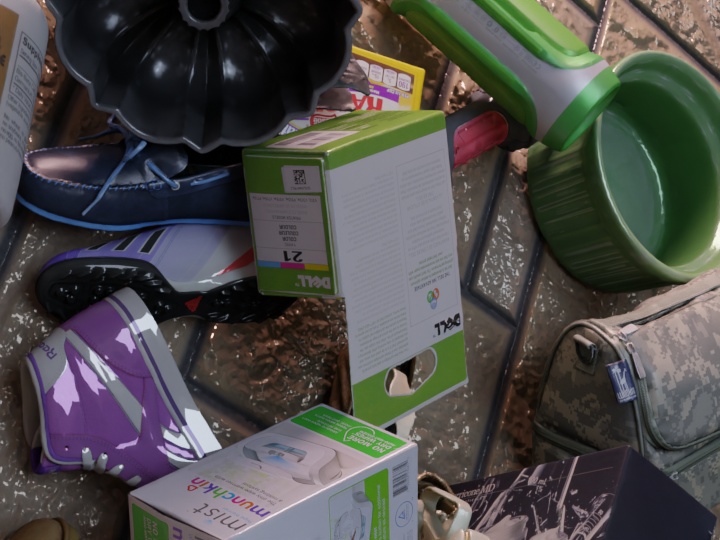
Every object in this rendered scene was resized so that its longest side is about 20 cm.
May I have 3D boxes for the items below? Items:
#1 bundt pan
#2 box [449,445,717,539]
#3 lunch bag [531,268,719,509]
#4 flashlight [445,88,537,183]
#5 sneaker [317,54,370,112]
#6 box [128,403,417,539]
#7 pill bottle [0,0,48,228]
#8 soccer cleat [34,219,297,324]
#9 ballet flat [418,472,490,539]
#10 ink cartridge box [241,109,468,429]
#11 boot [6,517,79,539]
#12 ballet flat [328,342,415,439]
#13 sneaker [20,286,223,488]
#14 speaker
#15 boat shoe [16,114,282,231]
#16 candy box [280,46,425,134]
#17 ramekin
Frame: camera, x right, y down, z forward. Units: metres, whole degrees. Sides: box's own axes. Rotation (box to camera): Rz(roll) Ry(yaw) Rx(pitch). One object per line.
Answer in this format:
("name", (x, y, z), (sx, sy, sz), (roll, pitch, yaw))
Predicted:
("bundt pan", (-0.099, -0.183, 1.257), (0.202, 0.202, 0.076), (47, 17, -20))
("box", (0.131, 0.241, 1.390), (0.104, 0.200, 0.183), (39, 54, -25))
("lunch bag", (0.234, 0.096, 1.527), (0.199, 0.139, 0.169), (-19, 119, -39))
("flashlight", (0.082, -0.095, 1.538), (0.200, 0.068, 0.068), (-29, 113, -43))
("sneaker", (-0.098, -0.150, 1.357), (0.199, 0.060, 0.105), (-9, 69, -30))
("box", (-0.051, 0.216, 1.254), (0.176, 0.096, 0.201), (-23, 121, -41))
("pill bottle", (-0.257, -0.132, 1.219), (0.114, 0.114, 0.201), (24, 62, -34))
("soccer cleat", (-0.136, -0.003, 1.331), (0.199, 0.068, 0.073), (-1, 49, -34))
("ballet flat", (0.061, 0.199, 1.353), (0.070, 0.200, 0.066), (21, 104, -24))
("ink cartridge box", (0.000, 0.000, 1.345), (0.148, 0.075, 0.201), (-23, 112, -51))
("boot", (-0.278, 0.173, 1.144), (0.200, 0.066, 0.176), (41, 54, -23))
("ballet flat", (0.005, 0.137, 1.396), (0.068, 0.072, 0.201), (31, 59, -31))
("sneaker", (-0.156, 0.123, 1.276), (0.114, 0.073, 0.201), (-34, 106, -22))
("speaker", (0.108, -0.186, 1.531), (0.200, 0.089, 0.088), (43, 49, 8))
("boat shoe", (-0.139, -0.076, 1.316), (0.199, 0.069, 0.084), (-6, 43, -36))
("candy box", (-0.051, -0.128, 1.419), (0.199, 0.026, 0.103), (15, 68, -17))
("ramekin", (0.233, -0.076, 1.642), (0.199, 0.097, 0.201), (13, 69, -38))
